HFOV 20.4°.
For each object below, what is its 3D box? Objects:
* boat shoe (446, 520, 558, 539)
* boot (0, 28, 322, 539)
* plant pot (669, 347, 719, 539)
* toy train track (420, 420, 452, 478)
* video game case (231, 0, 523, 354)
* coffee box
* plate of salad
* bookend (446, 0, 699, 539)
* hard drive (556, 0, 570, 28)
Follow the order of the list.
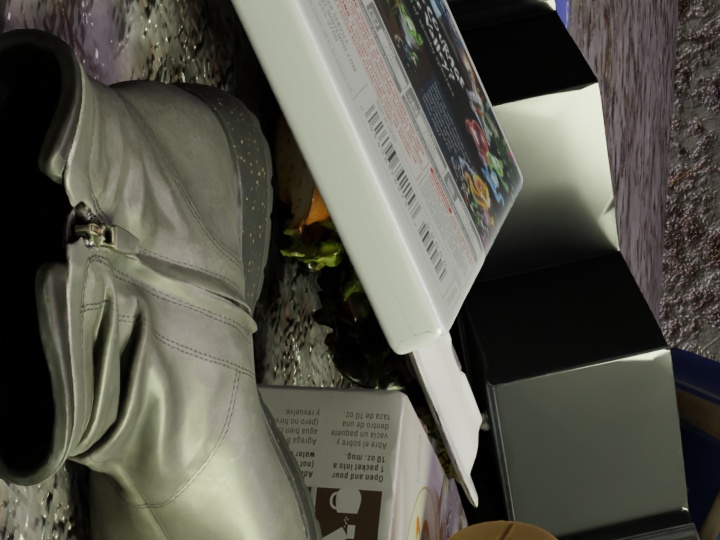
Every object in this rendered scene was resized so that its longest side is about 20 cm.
[{"bbox_3d":[0.051,0.186,0.645,0.069,0.071,0.201,65,28,-63],"label":"boat shoe"},{"bbox_3d":[-0.065,0.042,0.518,0.131,0.068,0.201,-9,93,-73],"label":"boot"},{"bbox_3d":[0.193,0.150,0.927,0.200,0.179,0.200,-64,-160,1],"label":"plant pot"},{"bbox_3d":[0.031,0.113,1.013,0.115,0.032,0.201,64,31,-65],"label":"toy train track"},{"bbox_3d":[-0.003,-0.091,0.685,0.200,0.023,0.182,65,19,-11],"label":"video game case"},{"bbox_3d":[-0.023,0.149,0.655,0.114,0.079,0.201,64,30,-66],"label":"coffee box"},{"bbox_3d":[0.000,0.000,0.767,0.200,0.048,0.201,-22,90,-89],"label":"plate of salad"},{"bbox_3d":[0.070,0.002,0.863,0.200,0.092,0.199,-106,-176,-60],"label":"bookend"},{"bbox_3d":[0.123,-0.204,1.405,0.200,0.025,0.132,73,22,-56],"label":"hard drive"}]
